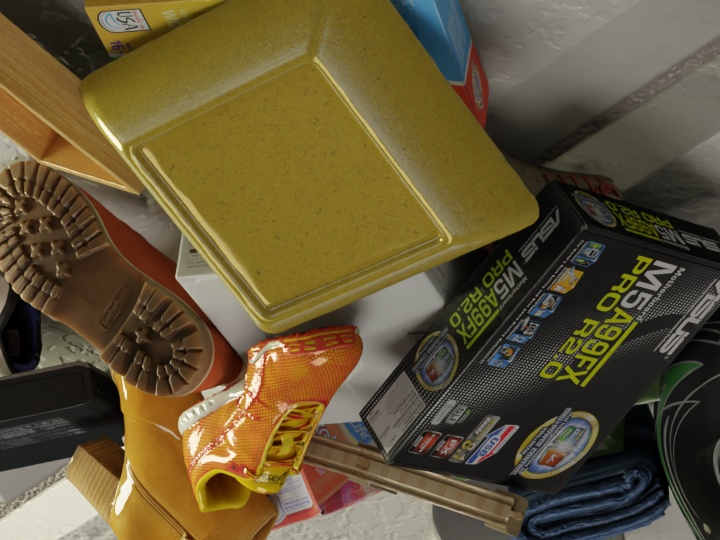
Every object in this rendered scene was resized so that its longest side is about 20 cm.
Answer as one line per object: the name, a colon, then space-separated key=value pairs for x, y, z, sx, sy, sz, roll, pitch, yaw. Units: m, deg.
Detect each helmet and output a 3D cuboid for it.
helmet: x=0.279 y=0.094 z=1.627 sx=0.199 sy=0.191 sz=0.200 roll=-12 pitch=-170 yaw=2

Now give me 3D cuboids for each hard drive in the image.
hard drive: x=-0.233 y=0.107 z=1.816 sx=0.139 sy=0.033 sz=0.200 roll=-12 pitch=167 yaw=6

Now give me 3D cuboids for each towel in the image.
towel: x=0.154 y=0.140 z=1.734 sx=0.111 sy=0.049 sz=0.200 roll=-17 pitch=-170 yaw=9

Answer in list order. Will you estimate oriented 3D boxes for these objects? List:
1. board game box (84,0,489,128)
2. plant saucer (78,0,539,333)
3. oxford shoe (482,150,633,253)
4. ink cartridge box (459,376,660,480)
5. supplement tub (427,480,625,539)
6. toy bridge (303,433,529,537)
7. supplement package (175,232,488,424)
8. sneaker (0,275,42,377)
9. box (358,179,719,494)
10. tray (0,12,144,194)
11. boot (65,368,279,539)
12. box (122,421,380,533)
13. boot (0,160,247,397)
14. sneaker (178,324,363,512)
board game box: x=-0.039 y=-0.128 z=1.457 sx=0.199 sy=0.040 sz=0.153 roll=-2 pitch=149 yaw=15
plant saucer: x=-0.035 y=-0.055 z=1.420 sx=0.200 sy=0.049 sz=0.200 roll=-24 pitch=117 yaw=31
oxford shoe: x=0.117 y=-0.044 z=1.550 sx=0.075 sy=0.071 sz=0.200 roll=-27 pitch=148 yaw=29
ink cartridge box: x=0.124 y=0.071 z=1.702 sx=0.199 sy=0.104 sz=0.059 roll=-14 pitch=144 yaw=31
supplement tub: x=0.128 y=0.217 z=1.910 sx=0.145 sy=0.146 sz=0.200 roll=0 pitch=149 yaw=12
toy bridge: x=0.011 y=0.126 z=1.617 sx=0.199 sy=0.027 sz=0.067 roll=16 pitch=174 yaw=20
supplement package: x=0.000 y=0.000 z=1.598 sx=0.155 sy=0.111 sz=0.200 roll=-6 pitch=149 yaw=21
sneaker: x=-0.287 y=0.054 z=1.778 sx=0.115 sy=0.081 sz=0.199 roll=20 pitch=146 yaw=-18
box: x=0.117 y=0.045 z=1.551 sx=0.160 sy=0.044 sz=0.200 roll=15 pitch=122 yaw=-44
tray: x=-0.211 y=-0.116 z=1.479 sx=0.098 sy=0.037 sz=0.200 roll=18 pitch=163 yaw=44
boot: x=-0.107 y=0.114 z=1.711 sx=0.144 sy=0.071 sz=0.202 roll=37 pitch=119 yaw=17
box: x=-0.066 y=0.129 z=1.784 sx=0.094 sy=0.103 sz=0.200 roll=-19 pitch=176 yaw=-38
boot: x=-0.153 y=0.008 z=1.629 sx=0.075 sy=0.200 sz=0.107 roll=-51 pitch=160 yaw=15
sneaker: x=-0.047 y=0.090 z=1.560 sx=0.073 sy=0.077 sz=0.200 roll=-5 pitch=156 yaw=-29
